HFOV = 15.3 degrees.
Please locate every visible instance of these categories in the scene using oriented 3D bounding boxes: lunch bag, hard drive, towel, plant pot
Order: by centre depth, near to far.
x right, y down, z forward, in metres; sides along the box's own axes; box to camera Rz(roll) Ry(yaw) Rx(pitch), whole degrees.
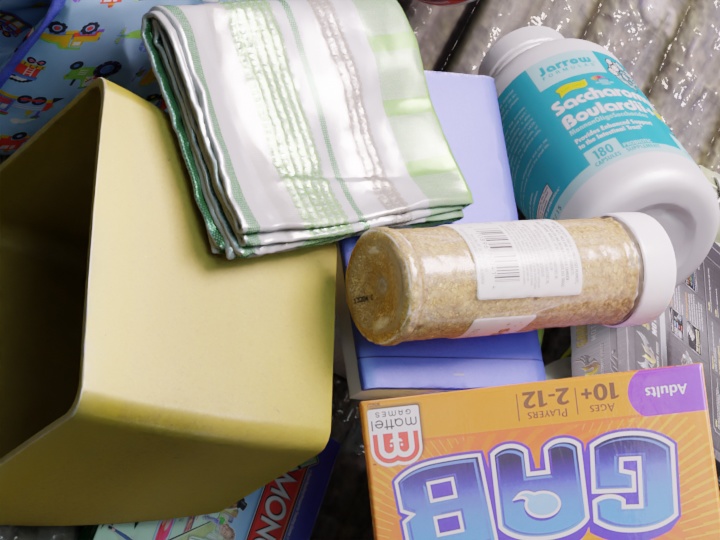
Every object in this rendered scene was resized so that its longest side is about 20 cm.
[{"bbox_3d":[-0.025,-0.089,1.527,0.199,0.031,0.150,-10,78,-45],"label":"towel"},{"bbox_3d":[-0.122,0.040,1.529,0.176,0.200,0.201,18,60,-29],"label":"plant pot"},{"bbox_3d":[-0.150,-0.142,1.585,0.150,0.200,0.095,-4,75,-36],"label":"lunch bag"},{"bbox_3d":[0.038,-0.023,1.594,0.131,0.025,0.201,2,70,-33],"label":"hard drive"}]

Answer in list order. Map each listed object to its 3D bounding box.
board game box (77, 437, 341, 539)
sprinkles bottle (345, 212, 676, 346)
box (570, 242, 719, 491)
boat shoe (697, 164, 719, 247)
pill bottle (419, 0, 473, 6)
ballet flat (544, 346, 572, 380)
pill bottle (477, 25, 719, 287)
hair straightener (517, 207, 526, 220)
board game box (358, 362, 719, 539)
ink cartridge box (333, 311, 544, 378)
[{"bbox_3d":[-0.099,0.161,1.617,0.134,0.029,0.201,31,58,-21],"label":"board game box"},{"bbox_3d":[0.089,0.004,1.558,0.199,0.068,0.069,-3,75,-35],"label":"sprinkles bottle"},{"bbox_3d":[0.205,0.048,1.805,0.158,0.048,0.201,36,39,-35],"label":"box"},{"bbox_3d":[0.254,-0.042,1.915,0.199,0.062,0.072,26,60,-25],"label":"boat shoe"},{"bbox_3d":[0.022,-0.253,1.754,0.200,0.115,0.117,23,57,-58],"label":"pill bottle"},{"bbox_3d":[0.114,0.113,1.753,0.200,0.066,0.067,-48,139,-41],"label":"ballet flat"},{"bbox_3d":[0.145,-0.076,1.749,0.110,0.111,0.200,8,34,-32],"label":"pill bottle"},{"bbox_3d":[0.050,-0.067,1.794,0.199,0.041,0.077,32,58,-28],"label":"hair straightener"},{"bbox_3d":[0.110,0.177,1.590,0.198,0.200,0.201,-7,79,1],"label":"board game box"},{"bbox_3d":[0.000,0.000,1.669,0.199,0.148,0.076,27,59,-24],"label":"ink cartridge box"}]
